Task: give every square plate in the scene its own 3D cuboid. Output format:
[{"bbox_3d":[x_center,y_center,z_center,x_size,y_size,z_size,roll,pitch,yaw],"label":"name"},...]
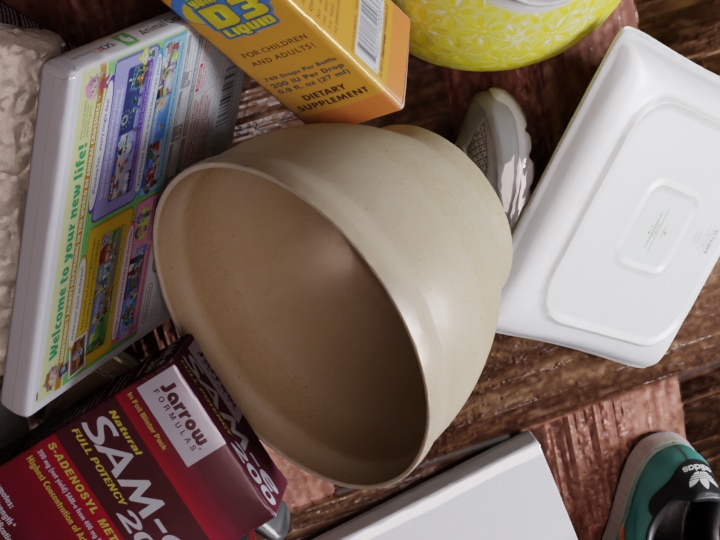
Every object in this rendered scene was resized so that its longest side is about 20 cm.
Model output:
[{"bbox_3d":[0.180,-0.033,0.989,0.197,0.028,0.201,15,107,-45],"label":"square plate"}]

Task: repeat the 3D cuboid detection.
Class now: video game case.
[{"bbox_3d":[-0.125,-0.042,0.860,0.022,0.182,0.202,23,120,17],"label":"video game case"}]

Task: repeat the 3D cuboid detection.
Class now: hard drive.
[{"bbox_3d":[0.053,0.210,1.095,0.199,0.027,0.133,-26,115,-3],"label":"hard drive"}]

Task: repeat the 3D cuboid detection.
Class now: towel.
[{"bbox_3d":[-0.231,-0.037,0.830,0.131,0.035,0.202,5,109,-18],"label":"towel"}]

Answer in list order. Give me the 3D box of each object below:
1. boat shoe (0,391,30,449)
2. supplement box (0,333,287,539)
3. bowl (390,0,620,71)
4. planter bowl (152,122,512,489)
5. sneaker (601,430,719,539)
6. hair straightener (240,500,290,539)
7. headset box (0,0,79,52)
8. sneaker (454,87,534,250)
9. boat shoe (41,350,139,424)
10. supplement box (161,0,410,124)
[{"bbox_3d":[-0.298,0.092,0.935,0.199,0.071,0.064,14,140,-28],"label":"boat shoe"},{"bbox_3d":[-0.153,0.136,0.893,0.199,0.061,0.109,-32,98,9],"label":"supplement box"},{"bbox_3d":[0.089,-0.200,0.894,0.198,0.108,0.202,-6,113,-13],"label":"bowl"},{"bbox_3d":[0.000,0.000,0.875,0.135,0.199,0.202,-38,122,-37],"label":"planter bowl"},{"bbox_3d":[0.209,0.220,1.110,0.071,0.080,0.202,1,111,-15],"label":"sneaker"},{"bbox_3d":[-0.114,0.104,0.993,0.077,0.041,0.200,-32,112,31],"label":"hair straightener"},{"bbox_3d":[-0.227,-0.076,0.875,0.199,0.077,0.149,28,102,-24],"label":"headset box"},{"bbox_3d":[0.047,-0.019,0.973,0.081,0.075,0.202,12,108,-20],"label":"sneaker"},{"bbox_3d":[-0.176,0.136,0.957,0.072,0.065,0.201,23,119,5],"label":"boat shoe"},{"bbox_3d":[-0.053,-0.152,0.829,0.066,0.069,0.200,-14,145,32],"label":"supplement box"}]
